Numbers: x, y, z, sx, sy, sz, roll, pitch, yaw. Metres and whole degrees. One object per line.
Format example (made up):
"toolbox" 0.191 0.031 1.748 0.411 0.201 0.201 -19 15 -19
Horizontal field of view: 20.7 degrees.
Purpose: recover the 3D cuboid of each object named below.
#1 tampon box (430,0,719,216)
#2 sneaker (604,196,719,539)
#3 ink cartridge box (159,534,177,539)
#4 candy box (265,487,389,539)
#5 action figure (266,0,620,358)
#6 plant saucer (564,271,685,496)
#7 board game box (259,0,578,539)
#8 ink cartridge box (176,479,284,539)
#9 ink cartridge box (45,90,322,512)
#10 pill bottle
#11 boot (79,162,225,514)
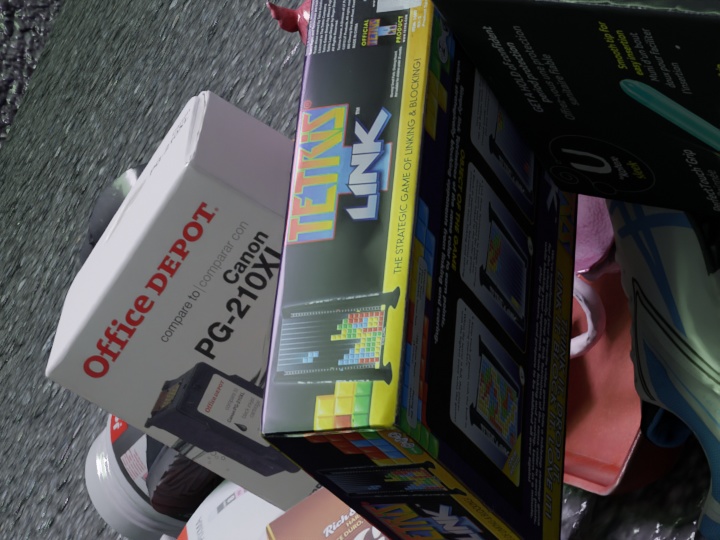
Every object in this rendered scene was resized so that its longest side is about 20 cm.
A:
"tampon box" 0.154 -0.104 0.716 0.199 0.150 0.127 11 68 31
"sneaker" 0.131 0.022 0.797 0.072 0.072 0.201 -37 46 19
"ink cartridge box" -0.120 0.277 1.161 0.201 0.084 0.146 -61 18 6
"candy box" 0.027 0.151 0.830 0.116 0.057 0.200 -35 27 11
"action figure" 0.030 -0.058 0.924 0.134 0.200 0.149 -31 29 49
"plant saucer" 0.130 0.009 0.940 0.201 0.037 0.199 -65 18 -6
"board game box" 0.030 -0.002 0.754 0.056 0.165 0.201 -5 62 23
"ink cartridge box" -0.071 0.163 1.066 0.163 0.199 0.057 -114 10 -67
"ink cartridge box" -0.033 0.029 0.968 0.145 0.199 0.084 -53 15 26
"pill bottle" -0.099 0.100 1.304 0.200 0.115 0.116 -44 26 44
"boot" -0.098 0.017 1.171 0.165 0.065 0.201 -46 46 33
